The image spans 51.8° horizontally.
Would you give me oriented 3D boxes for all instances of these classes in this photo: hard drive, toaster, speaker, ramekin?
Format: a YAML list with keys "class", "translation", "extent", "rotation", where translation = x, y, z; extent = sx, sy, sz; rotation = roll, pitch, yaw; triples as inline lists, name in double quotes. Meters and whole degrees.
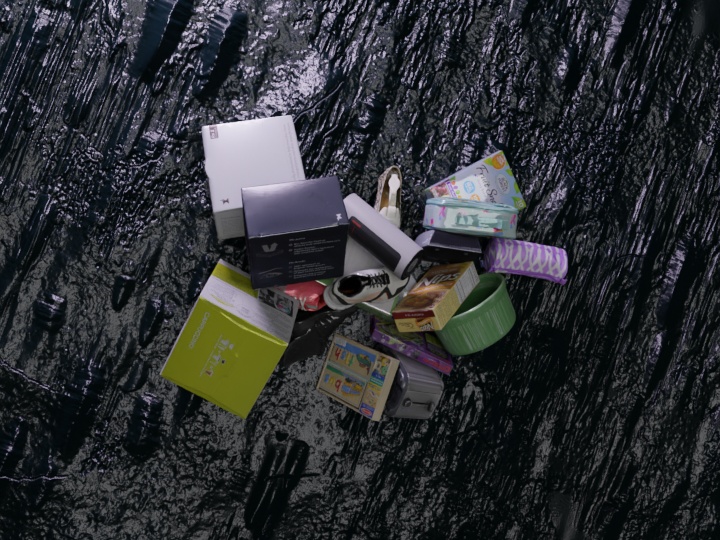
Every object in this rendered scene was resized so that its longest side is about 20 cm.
- class: "hard drive"
  translation: [0.181, -0.049, 1.628]
  extent: [0.131, 0.200, 0.044]
  rotation: [8, 82, -7]
- class: "toaster"
  translation: [0.093, 0.242, 1.630]
  extent: [0.127, 0.200, 0.116]
  rotation: [17, 108, -30]
- class: "speaker"
  translation: [0.036, -0.073, 1.556]
  extent: [0.199, 0.081, 0.082]
  rotation: [40, 84, 16]
- class: "ramekin"
  translation: [0.249, 0.100, 1.649]
  extent: [0.197, 0.200, 0.099]
  rotation: [-32, 103, -8]

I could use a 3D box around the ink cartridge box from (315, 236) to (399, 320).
- class: "ink cartridge box"
  translation: [0.000, 0.000, 1.618]
  extent: [0.196, 0.048, 0.148]
  rotation: [23, 70, -7]

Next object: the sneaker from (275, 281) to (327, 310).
- class: "sneaker"
  translation: [-0.127, 0.053, 1.617]
  extent: [0.196, 0.088, 0.075]
  rotation: [-19, 138, -10]

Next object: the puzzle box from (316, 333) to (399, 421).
- class: "puzzle box"
  translation: [-0.010, 0.228, 1.607]
  extent: [0.025, 0.198, 0.136]
  rotation: [21, 87, -42]

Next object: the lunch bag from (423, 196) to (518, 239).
- class: "lunch bag"
  translation: [0.243, -0.114, 1.607]
  extent: [0.194, 0.160, 0.079]
  rotation: [5, 92, -7]

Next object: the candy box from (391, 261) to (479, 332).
- class: "candy box"
  translation: [0.166, 0.056, 1.619]
  extent: [0.200, 0.114, 0.056]
  rotation: [-45, 118, -43]

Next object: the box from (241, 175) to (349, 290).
- class: "box"
  translation: [-0.131, -0.072, 1.469]
  extent: [0.191, 0.201, 0.120]
  rotation: [-9, 61, -11]

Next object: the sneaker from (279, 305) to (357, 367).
- class: "sneaker"
  translation: [-0.093, 0.138, 1.651]
  extent: [0.196, 0.060, 0.107]
  rotation: [-17, 115, -26]

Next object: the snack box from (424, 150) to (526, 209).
- class: "snack box"
  translation: [0.265, -0.168, 1.716]
  extent: [0.197, 0.053, 0.145]
  rotation: [-27, 96, -8]

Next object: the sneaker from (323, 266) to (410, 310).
- class: "sneaker"
  translation: [0.023, 0.032, 1.550]
  extent: [0.196, 0.080, 0.075]
  rotation: [-18, 78, -22]

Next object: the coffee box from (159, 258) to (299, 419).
- class: "coffee box"
  translation: [-0.263, 0.137, 1.518]
  extent: [0.197, 0.199, 0.202]
  rotation: [29, 110, -9]

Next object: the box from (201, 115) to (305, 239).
- class: "box"
  translation: [-0.221, -0.195, 1.553]
  extent: [0.195, 0.131, 0.204]
  rotation: [-9, 70, -10]

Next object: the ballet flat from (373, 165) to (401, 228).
- class: "ballet flat"
  translation: [0.063, -0.144, 1.629]
  extent: [0.066, 0.076, 0.204]
  rotation: [12, 61, -12]

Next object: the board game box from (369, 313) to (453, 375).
- class: "board game box"
  translation: [0.112, 0.156, 1.660]
  extent: [0.196, 0.120, 0.033]
  rotation: [27, 105, -9]

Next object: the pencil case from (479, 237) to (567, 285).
- class: "pencil case"
  translation: [0.383, -0.022, 1.723]
  extent: [0.194, 0.085, 0.087]
  rotation: [6, 53, -9]

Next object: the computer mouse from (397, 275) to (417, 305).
- class: "computer mouse"
  translation: [0.093, 0.030, 1.692]
  extent: [0.109, 0.044, 0.202]
  rotation: [-36, 97, -9]
